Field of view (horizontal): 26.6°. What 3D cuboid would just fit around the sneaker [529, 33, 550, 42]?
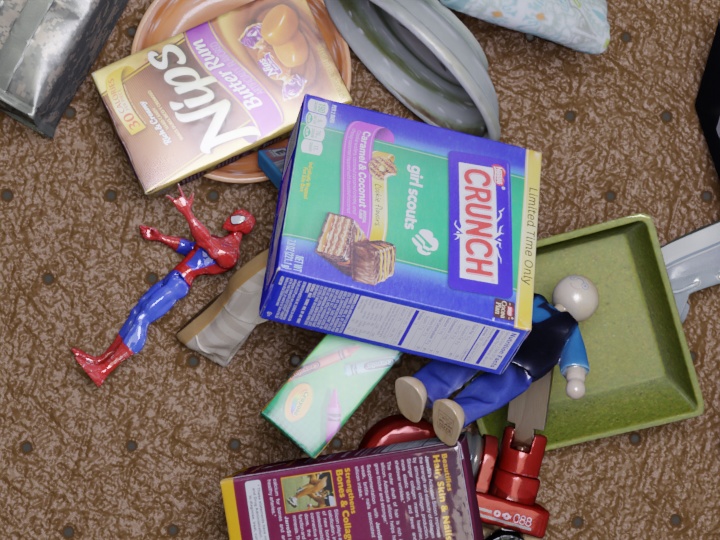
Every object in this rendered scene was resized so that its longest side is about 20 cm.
[{"bbox_3d":[0.144,-0.286,1.391,0.200,0.073,0.082,38,71,-7],"label":"sneaker"}]

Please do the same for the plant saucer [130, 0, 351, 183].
[{"bbox_3d":[-0.108,-0.177,1.376,0.198,0.037,0.202,0,86,-5],"label":"plant saucer"}]

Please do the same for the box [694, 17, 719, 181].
[{"bbox_3d":[0.421,-0.120,1.340,0.195,0.124,0.201,-5,54,-4],"label":"box"}]

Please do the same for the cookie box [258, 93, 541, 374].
[{"bbox_3d":[0.034,-0.029,1.185,0.198,0.075,0.172,13,57,-9],"label":"cookie box"}]

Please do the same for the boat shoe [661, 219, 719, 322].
[{"bbox_3d":[0.278,0.016,1.383,0.200,0.070,0.072,-25,88,-7],"label":"boat shoe"}]

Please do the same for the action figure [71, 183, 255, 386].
[{"bbox_3d":[-0.184,-0.002,1.338,0.200,0.065,0.099,-40,108,-7],"label":"action figure"}]

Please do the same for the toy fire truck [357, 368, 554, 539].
[{"bbox_3d":[0.089,0.157,1.319,0.175,0.129,0.202,16,88,-4],"label":"toy fire truck"}]

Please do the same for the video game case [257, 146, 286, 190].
[{"bbox_3d":[0.027,-0.084,1.315,0.198,0.143,0.018,-9,119,-20],"label":"video game case"}]

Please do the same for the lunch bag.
[{"bbox_3d":[-0.321,-0.240,1.322,0.199,0.118,0.165,29,84,3],"label":"lunch bag"}]

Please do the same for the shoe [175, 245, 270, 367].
[{"bbox_3d":[-0.088,0.023,1.302,0.053,0.200,0.070,50,46,0],"label":"shoe"}]

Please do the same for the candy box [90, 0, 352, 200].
[{"bbox_3d":[-0.120,-0.155,1.328,0.199,0.056,0.117,-25,89,-5],"label":"candy box"}]

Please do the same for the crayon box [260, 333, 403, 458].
[{"bbox_3d":[-0.026,0.093,1.283,0.058,0.200,0.119,40,83,0],"label":"crayon box"}]

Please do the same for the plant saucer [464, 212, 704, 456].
[{"bbox_3d":[0.181,0.053,1.336,0.198,0.048,0.201,-15,112,14],"label":"plant saucer"}]

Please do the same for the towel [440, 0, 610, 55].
[{"bbox_3d":[0.129,-0.289,1.316,0.170,0.048,0.201,10,56,-30],"label":"towel"}]

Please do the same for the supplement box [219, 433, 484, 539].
[{"bbox_3d":[-0.003,0.204,1.237,0.198,0.086,0.111,-10,88,8],"label":"supplement box"}]

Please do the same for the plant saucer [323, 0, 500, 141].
[{"bbox_3d":[0.054,-0.188,1.295,0.200,0.200,0.050,43,81,-1],"label":"plant saucer"}]

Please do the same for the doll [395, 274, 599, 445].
[{"bbox_3d":[0.125,0.067,1.233,0.136,0.049,0.200,30,50,35],"label":"doll"}]
